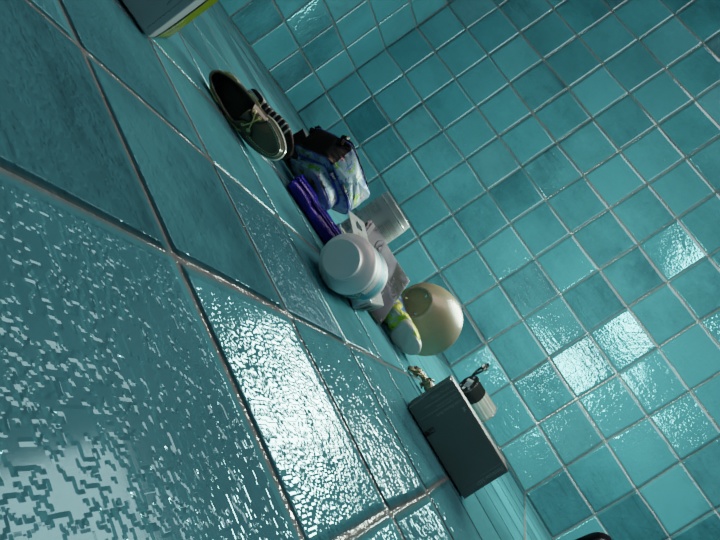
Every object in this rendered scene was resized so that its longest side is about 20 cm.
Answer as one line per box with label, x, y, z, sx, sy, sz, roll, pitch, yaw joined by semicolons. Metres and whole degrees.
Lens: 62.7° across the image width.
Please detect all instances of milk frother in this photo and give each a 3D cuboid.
milk frother;0.586;0.578;2.840;0.190;0.198;0.181;56;1;-16

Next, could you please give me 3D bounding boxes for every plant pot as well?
plant pot;0.169;0.113;1.611;0.202;0.198;0.135;61;5;36

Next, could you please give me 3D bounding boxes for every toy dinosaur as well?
toy dinosaur;0.186;0.319;1.460;0.202;0.047;0.088;61;-2;-5

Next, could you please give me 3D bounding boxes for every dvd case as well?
dvd case;0.034;0.005;1.418;0.016;0.149;0.201;0;-46;48

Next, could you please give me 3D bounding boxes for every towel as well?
towel;-0.101;-0.141;1.428;0.202;0.049;0.148;57;6;-12

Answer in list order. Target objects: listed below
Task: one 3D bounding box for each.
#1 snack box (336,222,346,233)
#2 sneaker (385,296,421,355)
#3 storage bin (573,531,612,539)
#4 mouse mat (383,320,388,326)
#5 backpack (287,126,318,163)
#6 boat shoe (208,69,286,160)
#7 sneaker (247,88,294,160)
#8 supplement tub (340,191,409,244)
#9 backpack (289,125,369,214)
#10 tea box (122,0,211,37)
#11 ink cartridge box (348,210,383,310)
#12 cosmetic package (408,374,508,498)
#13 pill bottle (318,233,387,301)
snack box;-0.014;-0.024;1.615;0.201;0.037;0.117;56;7;-25
sneaker;0.103;0.116;1.522;0.202;0.075;0.105;57;31;-5
storage bin;0.397;0.594;1.077;0.147;0.198;0.135;55;15;-16
mouse mat;0.074;0.079;1.650;0.200;0.007;0.164;48;36;-69
backpack;-0.122;-0.304;1.709;0.202;0.149;0.178;60;2;-28
boat shoe;-0.218;-0.296;1.129;0.203;0.072;0.060;52;7;-2
sneaker;-0.214;-0.347;1.455;0.202;0.075;0.116;58;2;11
supplement tub;0.033;-0.126;1.757;0.133;0.198;0.132;56;5;-8
backpack;-0.081;-0.242;1.534;0.182;0.147;0.201;31;-23;46
tea box;-0.278;-0.479;0.920;0.134;0.198;0.197;54;5;-21
ink cartridge box;-0.004;-0.015;1.298;0.162;0.056;0.204;24;47;-77
cosmetic package;0.188;0.318;1.142;0.202;0.106;0.090;56;5;8
pill bottle;-0.014;-0.006;1.109;0.112;0.110;0.200;58;5;14
